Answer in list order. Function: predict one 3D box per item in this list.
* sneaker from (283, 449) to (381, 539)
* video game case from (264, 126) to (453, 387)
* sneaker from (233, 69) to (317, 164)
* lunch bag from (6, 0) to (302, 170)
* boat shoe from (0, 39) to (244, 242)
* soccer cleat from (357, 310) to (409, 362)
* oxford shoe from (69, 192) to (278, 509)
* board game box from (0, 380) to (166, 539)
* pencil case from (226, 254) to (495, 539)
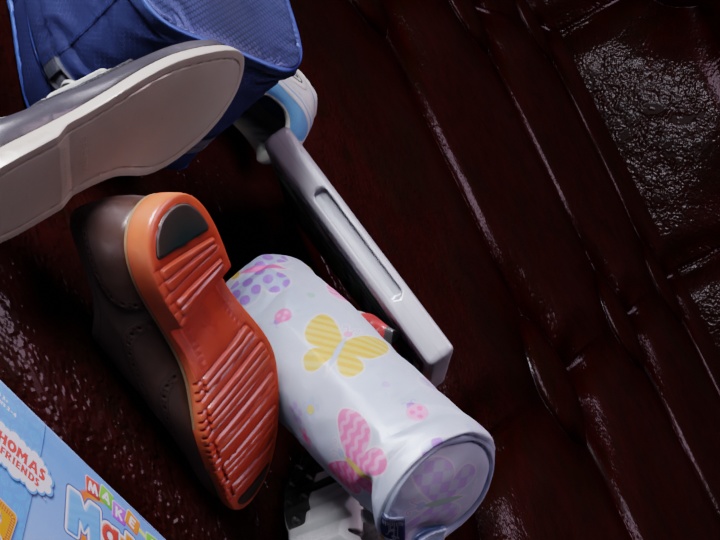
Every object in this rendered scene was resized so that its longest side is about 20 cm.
[{"bbox_3d":[-0.002,0.174,0.905,0.091,0.066,0.200,55,24,-31],"label":"sneaker"},{"bbox_3d":[0.000,0.000,1.045,0.182,0.023,0.200,54,-4,9],"label":"video game case"},{"bbox_3d":[-0.105,-0.160,1.075,0.200,0.072,0.073,47,44,-24],"label":"sneaker"},{"bbox_3d":[-0.137,-0.169,0.905,0.136,0.132,0.200,19,46,-43],"label":"lunch bag"},{"bbox_3d":[-0.142,-0.081,0.762,0.063,0.073,0.200,37,46,22],"label":"boat shoe"},{"bbox_3d":[0.003,0.090,1.025,0.069,0.085,0.200,-55,145,-24],"label":"soccer cleat"},{"bbox_3d":[-0.099,0.043,0.816,0.071,0.072,0.200,-47,132,-45],"label":"oxford shoe"},{"bbox_3d":[-0.136,0.155,0.613,0.151,0.037,0.200,52,22,-31],"label":"board game box"},{"bbox_3d":[-0.009,0.074,0.871,0.200,0.083,0.091,43,-30,37],"label":"pencil case"}]
